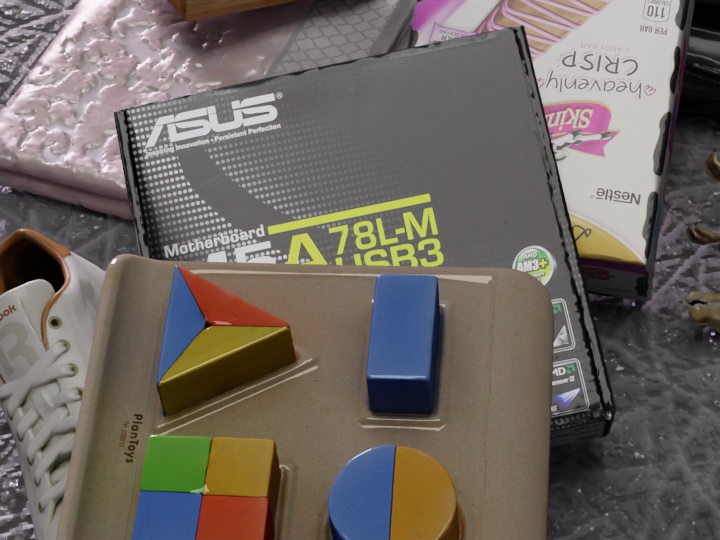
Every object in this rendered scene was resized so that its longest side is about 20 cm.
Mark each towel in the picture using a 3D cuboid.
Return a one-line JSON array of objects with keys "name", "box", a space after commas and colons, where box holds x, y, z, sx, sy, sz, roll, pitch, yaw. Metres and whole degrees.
[{"name": "towel", "box": [-0.081, -0.102, 1.164, 0.190, 0.032, 0.201, 15, 49, 17]}]

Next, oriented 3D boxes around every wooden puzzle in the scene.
[{"name": "wooden puzzle", "box": [-0.019, 0.066, 0.903, 0.198, 0.046, 0.186, 4, 54, 2]}]

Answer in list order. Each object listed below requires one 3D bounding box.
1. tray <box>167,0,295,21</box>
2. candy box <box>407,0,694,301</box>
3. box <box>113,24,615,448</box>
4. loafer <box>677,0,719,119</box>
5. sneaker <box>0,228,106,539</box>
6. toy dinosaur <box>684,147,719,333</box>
[{"name": "tray", "box": [-0.025, -0.189, 1.203, 0.199, 0.037, 0.099, -15, 39, -24]}, {"name": "candy box", "box": [0.091, -0.096, 1.075, 0.135, 0.061, 0.202, 7, 74, 11]}, {"name": "box", "box": [0.000, 0.000, 0.997, 0.198, 0.048, 0.195, -11, 75, 0]}, {"name": "loafer", "box": [0.208, -0.113, 1.127, 0.199, 0.071, 0.068, 7, 49, 10]}, {"name": "sneaker", "box": [-0.139, 0.062, 0.971, 0.073, 0.085, 0.201, -36, 40, 16]}, {"name": "toy dinosaur", "box": [0.235, -0.030, 1.073, 0.199, 0.058, 0.102, -25, 65, -8]}]
